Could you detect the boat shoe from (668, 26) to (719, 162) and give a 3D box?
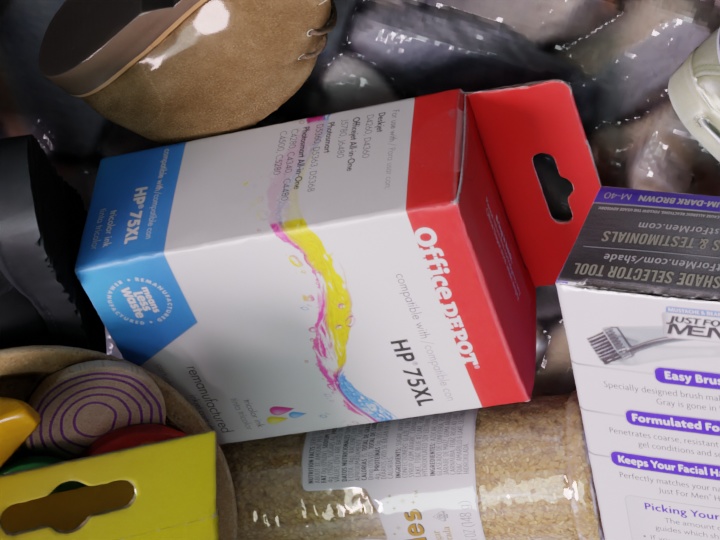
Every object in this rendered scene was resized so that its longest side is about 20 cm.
[{"bbox_3d":[0.203,-0.027,0.772,0.200,0.072,0.062,46,142,-10],"label":"boat shoe"}]

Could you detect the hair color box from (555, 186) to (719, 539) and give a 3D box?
[{"bbox_3d":[0.150,0.066,0.794,0.108,0.065,0.201,6,134,24],"label":"hair color box"}]

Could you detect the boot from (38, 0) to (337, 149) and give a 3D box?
[{"bbox_3d":[-0.030,-0.116,0.772,0.199,0.074,0.075,-30,129,28],"label":"boot"}]

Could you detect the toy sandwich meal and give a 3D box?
[{"bbox_3d":[-0.135,0.129,0.790,0.203,0.070,0.207,-8,113,-20],"label":"toy sandwich meal"}]

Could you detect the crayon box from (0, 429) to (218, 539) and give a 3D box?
[{"bbox_3d":[-0.116,0.156,0.743,0.126,0.051,0.202,-9,111,-33],"label":"crayon box"}]

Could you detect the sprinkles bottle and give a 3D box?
[{"bbox_3d":[0.008,0.093,0.867,0.198,0.068,0.069,-6,117,14],"label":"sprinkles bottle"}]

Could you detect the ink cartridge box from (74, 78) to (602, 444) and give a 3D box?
[{"bbox_3d":[0.000,0.000,0.803,0.198,0.068,0.117,-10,134,16],"label":"ink cartridge box"}]

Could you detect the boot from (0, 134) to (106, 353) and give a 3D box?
[{"bbox_3d":[-0.192,0.005,0.794,0.161,0.074,0.198,-9,162,1],"label":"boot"}]
